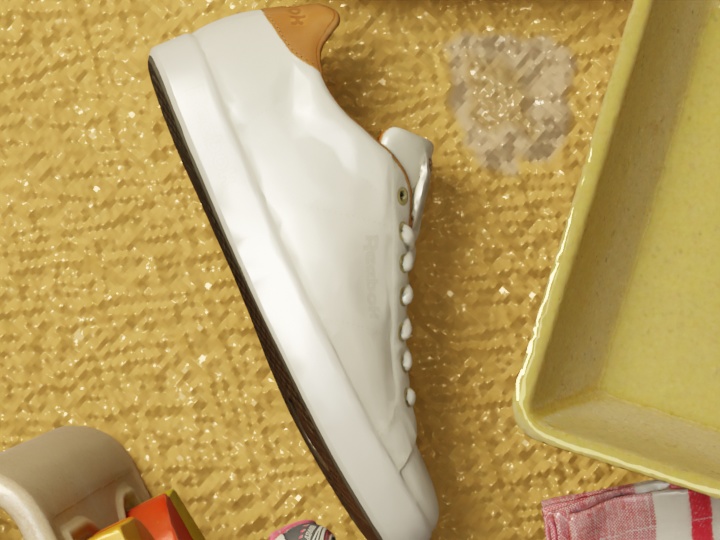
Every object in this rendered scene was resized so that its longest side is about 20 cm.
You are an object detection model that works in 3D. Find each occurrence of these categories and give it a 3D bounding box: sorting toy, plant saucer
[{"bbox_3d":[-0.055,0.139,0.932,0.036,0.185,0.201,-30,89,4],"label":"sorting toy"},{"bbox_3d":[0.170,-0.008,0.938,0.199,0.048,0.201,17,79,3],"label":"plant saucer"}]

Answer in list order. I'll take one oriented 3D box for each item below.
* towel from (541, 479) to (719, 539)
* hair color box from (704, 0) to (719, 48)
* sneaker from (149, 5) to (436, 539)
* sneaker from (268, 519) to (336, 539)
[{"bbox_3d":[0.171,0.130,0.965,0.199,0.023,0.145,-12,95,-2],"label":"towel"},{"bbox_3d":[0.168,-0.016,1.005,0.099,0.061,0.201,-4,88,-2],"label":"hair color box"},{"bbox_3d":[0.000,0.000,0.986,0.084,0.073,0.201,-22,93,-9],"label":"sneaker"},{"bbox_3d":[0.024,0.172,0.962,0.074,0.081,0.200,-30,68,-1],"label":"sneaker"}]
